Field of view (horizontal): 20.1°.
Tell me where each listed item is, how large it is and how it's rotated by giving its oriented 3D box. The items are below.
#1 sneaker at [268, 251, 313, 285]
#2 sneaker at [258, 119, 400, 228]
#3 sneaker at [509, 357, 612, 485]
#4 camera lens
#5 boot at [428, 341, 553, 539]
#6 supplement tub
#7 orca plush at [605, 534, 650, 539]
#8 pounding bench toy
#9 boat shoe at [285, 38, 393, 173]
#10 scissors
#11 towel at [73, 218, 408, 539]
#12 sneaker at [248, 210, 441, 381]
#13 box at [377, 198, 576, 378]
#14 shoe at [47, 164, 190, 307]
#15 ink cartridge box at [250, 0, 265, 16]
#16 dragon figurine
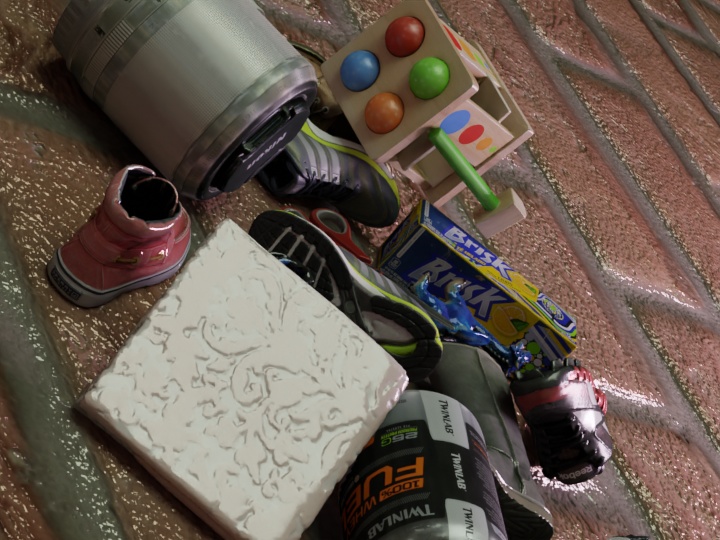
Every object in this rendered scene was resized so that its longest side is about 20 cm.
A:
[{"bbox_3d":[-0.060,0.039,1.617,0.073,0.112,0.200,54,26,21],"label":"sneaker"},{"bbox_3d":[-0.049,-0.092,1.915,0.199,0.074,0.081,32,41,-18],"label":"sneaker"},{"bbox_3d":[0.185,0.140,1.834,0.200,0.070,0.098,43,36,-66],"label":"sneaker"},{"bbox_3d":[-0.149,-0.174,1.766,0.200,0.160,0.160,46,24,6],"label":"camera lens"},{"bbox_3d":[0.089,0.131,1.746,0.182,0.072,0.201,42,27,-38],"label":"boot"},{"bbox_3d":[0.047,0.195,1.516,0.122,0.123,0.200,30,26,-26],"label":"supplement tub"},{"bbox_3d":[0.174,0.273,1.687,0.105,0.072,0.200,3,8,21],"label":"orca plush"},{"bbox_3d":[0.076,-0.138,1.937,0.156,0.124,0.201,31,27,-57],"label":"pounding bench toy"},{"bbox_3d":[-0.040,-0.160,2.016,0.200,0.072,0.068,32,25,-23],"label":"boat shoe"},{"bbox_3d":[0.000,0.000,1.827,0.073,0.014,0.200,-6,40,-43],"label":"scissors"},{"bbox_3d":[-0.084,0.090,1.487,0.191,0.032,0.200,40,58,-5],"label":"towel"},{"bbox_3d":[-0.014,0.020,1.760,0.200,0.074,0.081,40,9,0],"label":"sneaker"},{"bbox_3d":[0.113,0.024,1.955,0.200,0.070,0.064,38,22,-13],"label":"box"},{"bbox_3d":[-0.167,-0.038,1.601,0.071,0.091,0.200,45,24,4],"label":"shoe"},{"bbox_3d":[-0.161,-0.308,1.983,0.160,0.047,0.200,49,-10,11],"label":"ink cartridge box"},{"bbox_3d":[0.079,0.059,1.861,0.200,0.059,0.100,10,40,-53],"label":"dragon figurine"}]
